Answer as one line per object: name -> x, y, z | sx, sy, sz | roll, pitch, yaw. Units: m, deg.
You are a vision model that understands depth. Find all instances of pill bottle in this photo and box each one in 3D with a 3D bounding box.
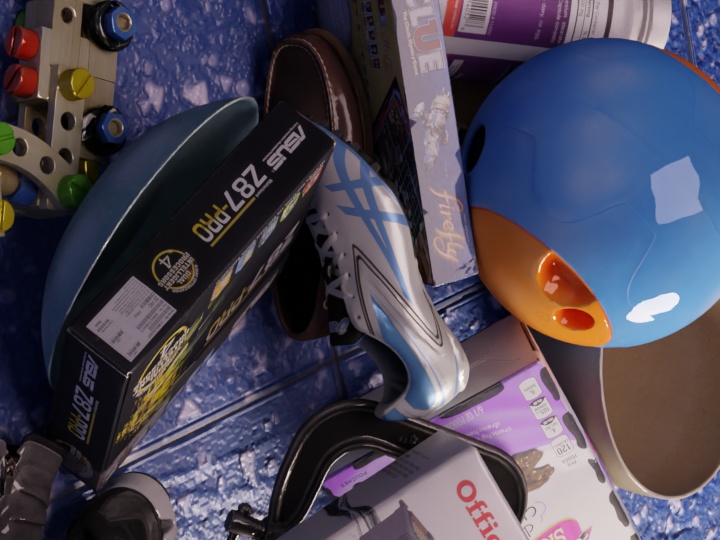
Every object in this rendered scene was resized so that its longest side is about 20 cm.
pill bottle -> 0.111, -0.184, 1.235 | 0.198, 0.112, 0.114 | 3, 88, -22

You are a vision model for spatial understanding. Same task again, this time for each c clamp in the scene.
c clamp -> 0.007, 0.169, 1.154 | 0.198, 0.027, 0.172 | 16, 101, -18

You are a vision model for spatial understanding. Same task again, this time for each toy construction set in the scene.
toy construction set -> -0.187, -0.111, 0.990 | 0.130, 0.092, 0.202 | 11, 93, -46

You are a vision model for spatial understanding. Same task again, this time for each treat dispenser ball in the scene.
treat dispenser ball -> 0.161, -0.050, 1.163 | 0.200, 0.200, 0.203 | -1, 91, -46

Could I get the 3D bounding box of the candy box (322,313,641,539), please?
candy box -> 0.084, 0.156, 1.221 | 0.167, 0.072, 0.201 | -29, 119, 5

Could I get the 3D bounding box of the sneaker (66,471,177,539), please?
sneaker -> -0.140, 0.225, 1.037 | 0.090, 0.066, 0.202 | -14, 98, -70

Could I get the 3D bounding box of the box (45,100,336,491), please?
box -> -0.102, 0.016, 1.032 | 0.049, 0.161, 0.200 | 36, 57, 4

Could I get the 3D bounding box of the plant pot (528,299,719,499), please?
plant pot -> 0.187, 0.066, 1.347 | 0.199, 0.134, 0.203 | -2, 92, -47

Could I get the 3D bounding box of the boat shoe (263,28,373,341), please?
boat shoe -> -0.032, -0.054, 1.159 | 0.070, 0.070, 0.202 | -19, 104, -49

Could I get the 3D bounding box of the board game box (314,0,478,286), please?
board game box -> 0.021, -0.097, 1.169 | 0.034, 0.135, 0.202 | -12, 101, -21

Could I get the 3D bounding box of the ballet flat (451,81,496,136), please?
ballet flat -> 0.112, -0.069, 1.326 | 0.072, 0.068, 0.200 | -47, 125, -11

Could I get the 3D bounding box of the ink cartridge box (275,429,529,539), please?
ink cartridge box -> 0.016, 0.213, 1.088 | 0.199, 0.084, 0.146 | -32, 96, -9

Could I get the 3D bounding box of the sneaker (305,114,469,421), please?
sneaker -> 0.000, 0.000, 1.099 | 0.072, 0.072, 0.201 | -28, 96, -22

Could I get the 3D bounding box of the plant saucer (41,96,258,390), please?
plant saucer -> -0.130, -0.024, 1.017 | 0.039, 0.201, 0.201 | 34, 57, 7

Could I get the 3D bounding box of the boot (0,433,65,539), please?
boot -> -0.243, 0.150, 0.953 | 0.199, 0.069, 0.133 | 5, 84, -57
